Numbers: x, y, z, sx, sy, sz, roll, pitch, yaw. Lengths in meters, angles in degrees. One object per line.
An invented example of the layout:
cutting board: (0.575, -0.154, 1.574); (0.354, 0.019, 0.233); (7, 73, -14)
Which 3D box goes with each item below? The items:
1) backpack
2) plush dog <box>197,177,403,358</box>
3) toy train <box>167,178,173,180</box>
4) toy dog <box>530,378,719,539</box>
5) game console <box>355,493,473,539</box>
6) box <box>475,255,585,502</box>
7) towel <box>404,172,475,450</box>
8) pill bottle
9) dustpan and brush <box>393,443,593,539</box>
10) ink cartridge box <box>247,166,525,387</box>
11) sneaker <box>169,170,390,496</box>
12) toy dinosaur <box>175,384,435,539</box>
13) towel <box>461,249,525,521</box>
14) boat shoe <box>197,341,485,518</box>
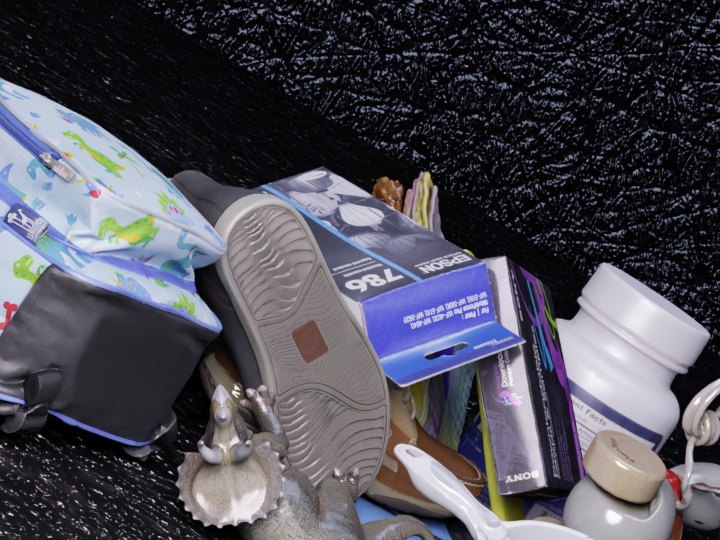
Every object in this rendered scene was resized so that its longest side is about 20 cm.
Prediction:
backpack: (-0.181, -0.016, 1.484); (0.200, 0.147, 0.183); (34, 5, 25)
plush dog: (-0.057, 0.019, 1.823); (0.171, 0.162, 0.200); (-1, -11, 13)
toy train: (-0.166, -0.031, 1.873); (0.149, 0.056, 0.200); (10, 8, 4)
toy dog: (0.191, 0.155, 1.709); (0.199, 0.132, 0.096); (-20, 54, -40)
game console: (0.006, 0.146, 1.687); (0.199, 0.031, 0.177); (30, 8, -19)
box: (0.104, 0.072, 1.753); (0.200, 0.036, 0.144); (21, 58, -76)
towel: (0.048, 0.053, 1.807); (0.201, 0.023, 0.144); (75, 17, -44)
pill bottle: (0.147, 0.102, 1.906); (0.119, 0.201, 0.120); (33, 7, -5)
dustpan and brush: (0.091, 0.172, 1.581); (0.200, 0.057, 0.139); (34, 37, 22)
ink cartridge box: (0.000, 0.000, 1.658); (0.099, 0.039, 0.200); (-18, 35, -36)
sneaker: (-0.047, 0.034, 1.598); (0.106, 0.074, 0.201); (33, -36, 60)
toy dinosaur: (-0.038, 0.130, 1.518); (0.200, 0.077, 0.103); (44, 21, -30)
towel: (0.081, 0.091, 1.754); (0.086, 0.018, 0.201); (60, 21, -59)
boat shoe: (-0.001, 0.084, 1.677); (0.199, 0.074, 0.076); (28, 12, -29)
